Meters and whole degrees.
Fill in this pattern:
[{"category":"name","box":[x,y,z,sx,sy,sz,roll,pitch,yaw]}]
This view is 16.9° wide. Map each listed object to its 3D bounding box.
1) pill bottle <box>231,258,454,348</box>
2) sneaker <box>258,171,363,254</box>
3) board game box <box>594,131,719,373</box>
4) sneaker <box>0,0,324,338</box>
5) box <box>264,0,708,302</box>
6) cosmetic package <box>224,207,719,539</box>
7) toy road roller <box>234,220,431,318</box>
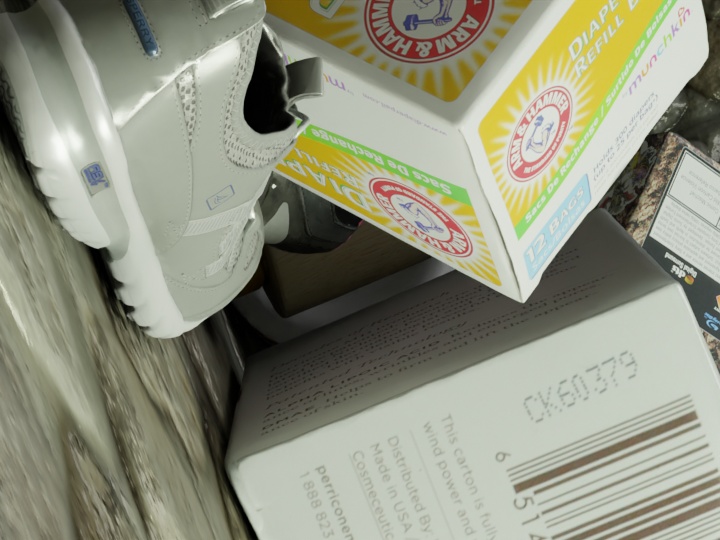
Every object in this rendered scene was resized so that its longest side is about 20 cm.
[{"category":"pill bottle","box":[0.000,0.000,1.140,0.200,0.115,0.117,63,4,-75]},{"category":"sneaker","box":[-0.027,-0.096,0.906,0.095,0.079,0.202,20,65,-33]},{"category":"board game box","box":[0.140,0.062,1.158,0.159,0.201,0.097,32,-17,-24]},{"category":"sneaker","box":[-0.043,-0.033,0.697,0.200,0.081,0.075,59,8,-80]},{"category":"box","box":[-0.004,-0.095,0.768,0.199,0.113,0.102,28,-19,28]},{"category":"cosmetic package","box":[0.057,0.091,0.893,0.200,0.164,0.166,-97,165,-83]},{"category":"toy road roller","box":[-0.037,-0.079,1.004,0.146,0.122,0.201,111,-44,-77]}]
